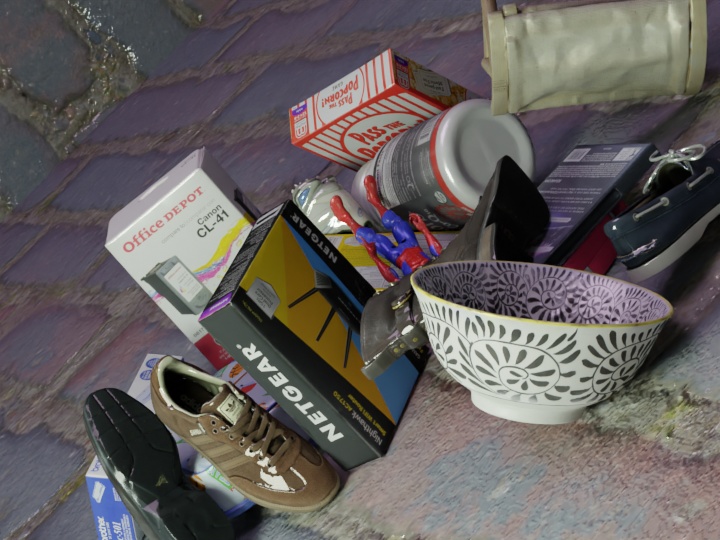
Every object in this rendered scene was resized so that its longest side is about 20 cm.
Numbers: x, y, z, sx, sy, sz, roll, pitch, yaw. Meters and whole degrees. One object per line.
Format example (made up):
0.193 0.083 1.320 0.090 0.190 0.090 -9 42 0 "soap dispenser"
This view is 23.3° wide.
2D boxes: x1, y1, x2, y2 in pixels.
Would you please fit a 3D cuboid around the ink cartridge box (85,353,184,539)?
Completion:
-0.225 0.183 1.800 0.044 0.094 0.200 3 34 12 "ink cartridge box"

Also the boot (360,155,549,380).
0.072 -0.005 1.530 0.174 0.069 0.200 -32 22 31 "boot"

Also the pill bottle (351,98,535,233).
0.079 -0.095 1.783 0.116 0.116 0.200 -52 15 -28 "pill bottle"

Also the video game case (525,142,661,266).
0.164 -0.038 1.552 0.200 0.019 0.143 -47 17 -12 "video game case"

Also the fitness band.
0.159 0.000 1.556 0.200 0.037 0.143 -49 20 -24 "fitness band"

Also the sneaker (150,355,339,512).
-0.109 0.144 1.541 0.071 0.199 0.076 -53 -23 -24 "sneaker"

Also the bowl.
0.132 0.060 1.337 0.201 0.200 0.095 -136 51 -71 "bowl"

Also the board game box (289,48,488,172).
0.046 -0.153 1.868 0.151 0.200 0.047 -27 57 37 "board game box"

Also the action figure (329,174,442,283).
0.038 -0.022 1.693 0.065 0.052 0.200 -28 46 -13 "action figure"

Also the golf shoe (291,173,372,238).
-0.047 0.000 1.854 0.078 0.097 0.201 -28 -34 -45 "golf shoe"

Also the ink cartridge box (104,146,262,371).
-0.168 -0.012 1.959 0.147 0.200 0.086 -38 19 10 "ink cartridge box"

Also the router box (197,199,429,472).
-0.037 0.058 1.558 0.051 0.200 0.149 -28 24 39 "router box"

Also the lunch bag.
-0.126 0.163 1.680 0.160 0.076 0.200 -44 19 -19 "lunch bag"

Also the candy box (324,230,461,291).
0.000 0.000 1.748 0.199 0.026 0.102 -1 38 20 "candy box"

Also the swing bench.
0.217 -0.226 1.678 0.198 0.130 0.200 -5 27 2 "swing bench"

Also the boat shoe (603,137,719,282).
0.262 -0.066 1.433 0.200 0.062 0.075 -42 11 -35 "boat shoe"

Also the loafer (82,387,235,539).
-0.193 0.197 1.583 0.073 0.200 0.072 -21 -24 -34 "loafer"
